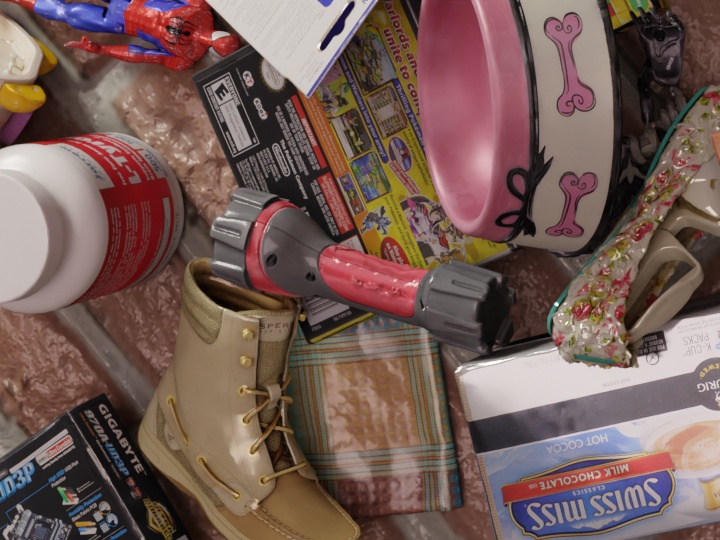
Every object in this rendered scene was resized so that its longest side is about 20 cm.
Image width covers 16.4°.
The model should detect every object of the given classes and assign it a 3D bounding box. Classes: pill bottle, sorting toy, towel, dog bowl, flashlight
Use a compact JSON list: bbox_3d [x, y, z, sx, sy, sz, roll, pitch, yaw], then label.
[{"bbox_3d":[-0.204,-0.032,1.668,0.112,0.200,0.113,2,97,18],"label":"pill bottle"},{"bbox_3d":[-0.295,-0.082,1.722,0.106,0.200,0.181,25,108,-10],"label":"sorting toy"},{"bbox_3d":[-0.013,0.072,1.711,0.146,0.022,0.201,-8,94,20],"label":"towel"},{"bbox_3d":[0.090,-0.107,1.499,0.073,0.200,0.202,-7,95,-13],"label":"dog bowl"},{"bbox_3d":[0.000,0.000,1.607,0.199,0.068,0.068,16,114,28],"label":"flashlight"}]

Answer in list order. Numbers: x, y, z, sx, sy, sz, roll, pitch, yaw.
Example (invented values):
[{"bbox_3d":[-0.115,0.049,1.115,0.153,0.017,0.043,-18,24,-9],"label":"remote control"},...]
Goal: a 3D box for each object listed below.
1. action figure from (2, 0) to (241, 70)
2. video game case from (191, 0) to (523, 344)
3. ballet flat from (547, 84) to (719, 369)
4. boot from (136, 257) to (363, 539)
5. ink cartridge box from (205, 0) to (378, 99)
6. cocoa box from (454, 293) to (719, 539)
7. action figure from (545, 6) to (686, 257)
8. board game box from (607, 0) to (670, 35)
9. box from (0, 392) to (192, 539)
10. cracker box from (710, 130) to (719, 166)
[{"bbox_3d":[-0.173,-0.181,1.724,0.199,0.052,0.066,18,98,14],"label":"action figure"},{"bbox_3d":[-0.002,-0.075,1.645,0.180,0.025,0.201,-25,88,33],"label":"video game case"},{"bbox_3d":[0.189,-0.020,1.509,0.064,0.076,0.201,27,77,33],"label":"ballet flat"},{"bbox_3d":[-0.061,0.097,1.668,0.200,0.073,0.156,37,124,33],"label":"boot"},{"bbox_3d":[-0.043,-0.187,1.621,0.095,0.037,0.200,-54,40,9],"label":"ink cartridge box"},{"bbox_3d":[0.181,0.096,1.587,0.199,0.133,0.132,-14,91,19],"label":"cocoa box"},{"bbox_3d":[0.166,-0.080,1.592,0.118,0.102,0.201,-3,131,-1],"label":"action figure"},{"bbox_3d":[0.083,-0.222,1.625,0.165,0.057,0.201,-27,87,19],"label":"board game box"},{"bbox_3d":[-0.216,0.203,1.760,0.200,0.046,0.159,-35,85,33],"label":"box"},{"bbox_3d":[0.273,-0.033,1.506,0.057,0.200,0.135,-17,91,21],"label":"cracker box"}]
